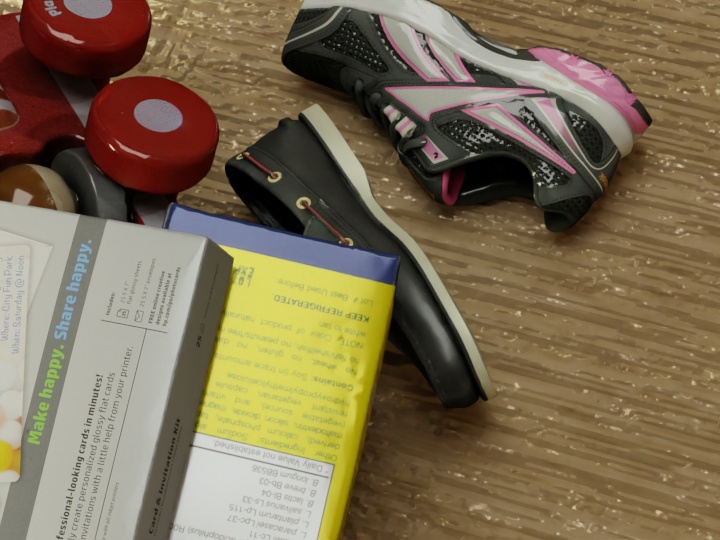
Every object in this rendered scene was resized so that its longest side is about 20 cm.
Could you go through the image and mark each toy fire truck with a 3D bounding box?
[{"bbox_3d":[-0.172,-0.054,1.465,0.167,0.112,0.200,-11,51,-28],"label":"toy fire truck"}]

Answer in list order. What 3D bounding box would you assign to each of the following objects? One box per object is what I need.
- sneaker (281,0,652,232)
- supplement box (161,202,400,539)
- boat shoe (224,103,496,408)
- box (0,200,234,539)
[{"bbox_3d":[0.041,-0.080,1.506,0.199,0.080,0.087,18,71,26],"label":"sneaker"},{"bbox_3d":[-0.056,0.086,1.338,0.108,0.110,0.201,13,80,2],"label":"supplement box"},{"bbox_3d":[0.001,0.002,1.459,0.063,0.074,0.202,-31,53,-9],"label":"boat shoe"},{"bbox_3d":[-0.168,0.047,1.289,0.199,0.041,0.157,10,78,20],"label":"box"}]
